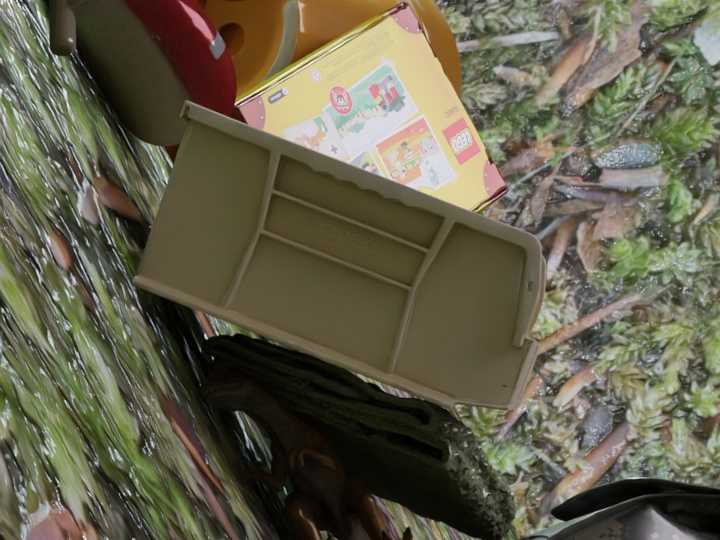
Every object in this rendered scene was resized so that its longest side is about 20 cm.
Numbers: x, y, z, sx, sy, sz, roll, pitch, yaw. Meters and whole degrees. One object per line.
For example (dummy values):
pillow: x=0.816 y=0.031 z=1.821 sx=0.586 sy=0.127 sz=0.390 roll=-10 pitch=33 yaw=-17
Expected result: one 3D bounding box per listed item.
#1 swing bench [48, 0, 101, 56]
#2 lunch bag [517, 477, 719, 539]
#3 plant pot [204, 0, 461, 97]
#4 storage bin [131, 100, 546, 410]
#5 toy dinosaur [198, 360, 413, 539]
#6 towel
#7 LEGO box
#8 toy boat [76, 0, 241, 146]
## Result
swing bench: x=-0.173 y=-0.262 z=1.439 sx=0.201 sy=0.129 sz=0.199 roll=63 pitch=4 yaw=36
lunch bag: x=0.133 y=0.180 z=1.471 sx=0.118 sy=0.199 sz=0.164 roll=62 pitch=-18 yaw=5
plant pot: x=-0.055 y=-0.146 z=1.972 sx=0.183 sy=0.200 sz=0.201 roll=22 pitch=37 yaw=-59
storage bin: x=0.000 y=0.000 z=1.387 sx=0.197 sy=0.094 sz=0.200 roll=21 pitch=-1 yaw=5
toy dinosaur: x=-0.010 y=0.120 z=1.369 sx=0.201 sy=0.060 sz=0.106 roll=60 pitch=2 yaw=-35
towel: x=0.006 y=0.087 z=1.431 sx=0.148 sy=0.037 sz=0.200 roll=22 pitch=-13 yaw=21
LEGO box: x=-0.012 y=-0.068 z=1.803 sx=0.200 sy=0.077 sz=0.150 roll=-35 pitch=98 yaw=-46
toy boat: x=-0.108 y=-0.165 z=1.612 sx=0.131 sy=0.130 sz=0.200 roll=59 pitch=4 yaw=-31
